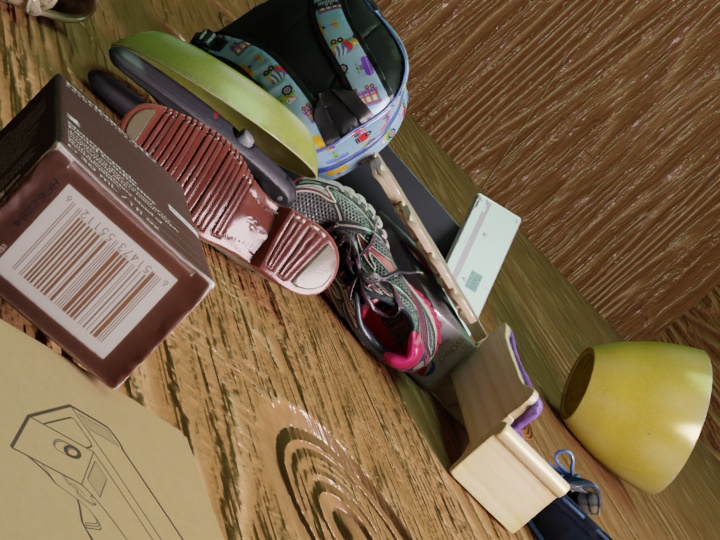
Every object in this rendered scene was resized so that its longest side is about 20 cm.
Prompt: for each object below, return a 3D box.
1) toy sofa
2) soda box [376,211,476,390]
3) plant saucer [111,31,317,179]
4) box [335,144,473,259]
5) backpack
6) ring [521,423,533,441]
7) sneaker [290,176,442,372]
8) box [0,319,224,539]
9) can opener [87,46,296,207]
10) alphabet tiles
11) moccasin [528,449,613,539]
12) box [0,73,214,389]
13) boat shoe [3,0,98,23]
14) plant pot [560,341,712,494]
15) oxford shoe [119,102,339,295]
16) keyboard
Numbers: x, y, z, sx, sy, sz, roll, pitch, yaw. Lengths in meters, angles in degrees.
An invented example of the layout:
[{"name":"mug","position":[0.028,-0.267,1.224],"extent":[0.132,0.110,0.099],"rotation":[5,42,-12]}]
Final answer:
[{"name":"toy sofa","position":[0.129,0.133,1.297],"extent":[0.083,0.098,0.200],"rotation":[46,9,-15]},{"name":"soda box","position":[0.041,0.024,1.427],"extent":[0.068,0.064,0.200],"rotation":[43,11,-31]},{"name":"plant saucer","position":[-0.113,-0.142,1.221],"extent":[0.200,0.031,0.200],"rotation":[32,-3,2]},{"name":"box","position":[0.025,-0.072,1.606],"extent":[0.200,0.079,0.141],"rotation":[49,-7,3]},{"name":"backpack","position":[-0.036,-0.168,1.383],"extent":[0.200,0.182,0.135],"rotation":[56,-3,38]},{"name":"ring","position":[0.111,0.104,1.563],"extent":[0.200,0.019,0.200],"rotation":[47,11,-12]},{"name":"sneaker","position":[0.000,0.000,1.292],"extent":[0.200,0.081,0.075],"rotation":[50,12,4]},{"name":"box","position":[-0.104,0.104,0.595],"extent":[0.163,0.021,0.200],"rotation":[41,13,-41]},{"name":"can opener","position":[-0.129,-0.106,1.177],"extent":[0.200,0.063,0.079],"rotation":[45,11,-23]},{"name":"alphabet tiles","position":[0.060,-0.025,1.396],"extent":[0.200,0.015,0.196],"rotation":[58,4,-19]},{"name":"moccasin","position":[0.190,0.216,1.324],"extent":[0.080,0.068,0.200],"rotation":[40,13,-42]},{"name":"box","position":[-0.138,-0.027,0.742],"extent":[0.100,0.075,0.200],"rotation":[43,3,-20]},{"name":"boat shoe","position":[-0.248,-0.230,1.117],"extent":[0.065,0.072,0.200],"rotation":[48,4,6]},{"name":"plant pot","position":[0.343,0.171,1.917],"extent":[0.141,0.201,0.200],"rotation":[21,15,-8]},{"name":"oxford shoe","position":[-0.108,-0.048,1.102],"extent":[0.200,0.071,0.075],"rotation":[43,-15,-24]},{"name":"keyboard","position":[0.108,0.008,1.510],"extent":[0.056,0.200,0.011],"rotation":[33,-32,-10]}]
